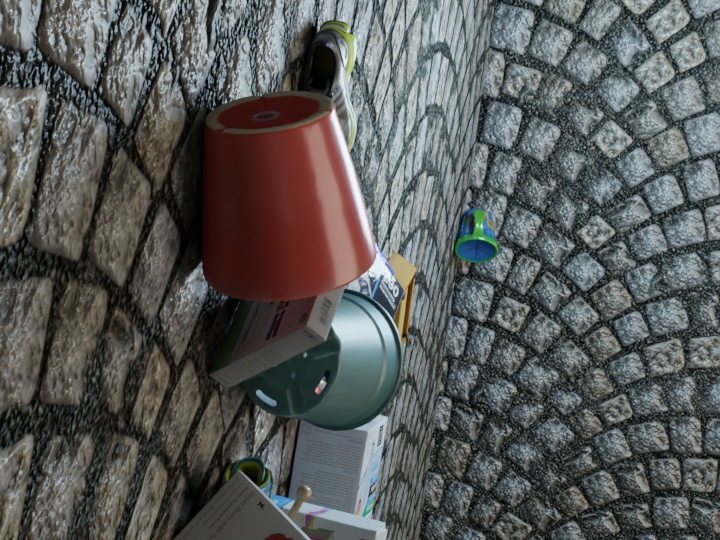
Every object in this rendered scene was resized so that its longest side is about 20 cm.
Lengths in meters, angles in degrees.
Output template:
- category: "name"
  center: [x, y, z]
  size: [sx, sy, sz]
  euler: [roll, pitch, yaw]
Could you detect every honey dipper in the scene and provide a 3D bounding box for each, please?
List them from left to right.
- category: "honey dipper"
  center: [-0.128, 0.402, 1.716]
  size: [0.202, 0.038, 0.038]
  euler: [-62, 169, 4]

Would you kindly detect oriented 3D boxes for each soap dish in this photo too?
- category: "soap dish"
  center: [0.056, 0.086, 2.380]
  size: [0.158, 0.080, 0.203]
  euler: [-56, 156, -63]

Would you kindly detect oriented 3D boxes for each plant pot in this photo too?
- category: "plant pot"
  center: [-0.088, -0.088, 1.271]
  size: [0.201, 0.197, 0.180]
  euler: [-59, 146, -59]
- category: "plant pot"
  center: [-0.062, 0.120, 1.584]
  size: [0.196, 0.197, 0.204]
  euler: [14, 88, -71]

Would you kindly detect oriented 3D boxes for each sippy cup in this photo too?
- category: "sippy cup"
  center: [0.359, -0.115, 3.608]
  size: [0.177, 0.138, 0.132]
  euler: [-34, -139, 47]

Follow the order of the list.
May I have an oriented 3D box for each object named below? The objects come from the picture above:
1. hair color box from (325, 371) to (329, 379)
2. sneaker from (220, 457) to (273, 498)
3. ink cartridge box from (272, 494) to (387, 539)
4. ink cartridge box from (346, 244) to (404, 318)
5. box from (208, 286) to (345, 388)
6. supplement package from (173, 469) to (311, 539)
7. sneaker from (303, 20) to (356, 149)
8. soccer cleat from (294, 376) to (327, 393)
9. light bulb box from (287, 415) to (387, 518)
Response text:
- category: "hair color box"
  center: [-0.022, 0.145, 2.095]
  size: [0.200, 0.059, 0.102]
  euler: [-5, 105, -78]
- category: "sneaker"
  center: [-0.143, 0.316, 1.613]
  size: [0.200, 0.078, 0.133]
  euler: [-7, 109, -79]
- category: "ink cartridge box"
  center: [-0.071, 0.435, 1.766]
  size: [0.085, 0.196, 0.147]
  euler: [23, 78, -79]
- category: "ink cartridge box"
  center: [0.000, 0.000, 1.903]
  size: [0.199, 0.043, 0.202]
  euler: [55, 38, -32]
- category: "box"
  center: [-0.093, 0.050, 1.404]
  size: [0.199, 0.036, 0.146]
  euler: [-26, -147, 43]
- category: "supplement package"
  center: [-0.111, 0.365, 1.431]
  size: [0.121, 0.199, 0.120]
  euler: [-46, 160, -12]
- category: "sneaker"
  center: [-0.050, -0.237, 1.609]
  size: [0.081, 0.073, 0.204]
  euler: [-41, 134, -61]
- category: "soccer cleat"
  center: [-0.081, 0.214, 1.890]
  size: [0.074, 0.068, 0.200]
  euler: [-57, 164, -13]
- category: "light bulb box"
  center: [-0.042, 0.353, 2.030]
  size: [0.198, 0.123, 0.204]
  euler: [-4, 103, -78]
